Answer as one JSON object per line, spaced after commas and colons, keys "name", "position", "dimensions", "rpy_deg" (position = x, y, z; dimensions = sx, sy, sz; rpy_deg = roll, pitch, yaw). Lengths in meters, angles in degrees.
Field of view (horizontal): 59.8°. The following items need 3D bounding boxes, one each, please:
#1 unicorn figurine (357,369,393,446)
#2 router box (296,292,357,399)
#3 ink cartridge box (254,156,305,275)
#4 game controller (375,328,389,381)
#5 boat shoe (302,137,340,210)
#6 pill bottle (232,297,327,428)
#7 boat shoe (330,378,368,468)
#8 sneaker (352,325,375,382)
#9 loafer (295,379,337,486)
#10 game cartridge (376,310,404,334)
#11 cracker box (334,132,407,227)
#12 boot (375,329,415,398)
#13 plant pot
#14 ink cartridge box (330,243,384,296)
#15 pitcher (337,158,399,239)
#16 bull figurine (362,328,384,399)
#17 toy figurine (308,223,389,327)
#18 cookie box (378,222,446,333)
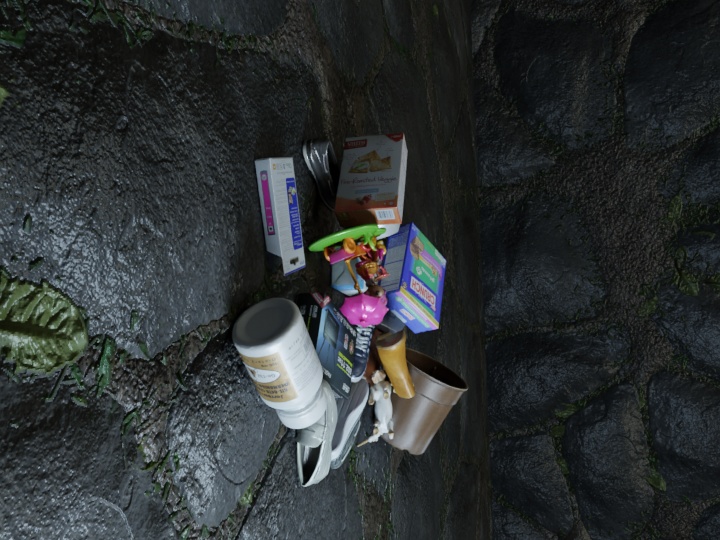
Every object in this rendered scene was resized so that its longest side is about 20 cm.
{"name": "unicorn figurine", "position": [0.044, 0.319, 1.388], "dimensions": [0.137, 0.072, 0.205], "rpy_deg": [-17, 119, -87]}
{"name": "router box", "position": [-0.071, 0.153, 1.232], "dimensions": [0.200, 0.061, 0.153], "rpy_deg": [53, 40, -57]}
{"name": "ink cartridge box", "position": [-0.140, -0.098, 1.117], "dimensions": [0.095, 0.036, 0.205], "rpy_deg": [-28, 111, -69]}
{"name": "game controller", "position": [0.076, 0.213, 1.608], "dimensions": [0.104, 0.041, 0.205], "rpy_deg": [-30, 124, -45]}
{"name": "boat shoe", "position": [-0.061, -0.196, 1.315], "dimensions": [0.201, 0.056, 0.068], "rpy_deg": [61, 32, -50]}
{"name": "pill bottle", "position": [-0.123, 0.156, 1.016], "dimensions": [0.115, 0.112, 0.203], "rpy_deg": [-68, 149, -48]}
{"name": "boat shoe", "position": [-0.036, 0.319, 1.319], "dimensions": [0.072, 0.070, 0.202], "rpy_deg": [79, 31, -42]}
{"name": "sneaker", "position": [0.004, 0.139, 1.366], "dimensions": [0.202, 0.069, 0.109], "rpy_deg": [-77, -167, -50]}
{"name": "loafer", "position": [-0.084, 0.298, 1.149], "dimensions": [0.069, 0.068, 0.205], "rpy_deg": [-23, 117, -61]}
{"name": "game cartridge", "position": [0.067, 0.058, 1.566], "dimensions": [0.131, 0.041, 0.204], "rpy_deg": [26, 54, -22]}
{"name": "cracker box", "position": [0.025, -0.190, 1.305], "dimensions": [0.058, 0.130, 0.204], "rpy_deg": [67, 25, -53]}
{"name": "boot", "position": [0.087, 0.210, 1.370], "dimensions": [0.201, 0.069, 0.147], "rpy_deg": [154, -87, -83]}
{"name": "plant pot", "position": [0.133, 0.325, 1.545], "dimensions": [0.202, 0.198, 0.200], "rpy_deg": [-63, 161, 8]}
{"name": "ink cartridge box", "position": [0.000, 0.000, 1.440], "dimensions": [0.200, 0.066, 0.118], "rpy_deg": [33, 56, -65]}
{"name": "pitcher", "position": [0.011, -0.170, 1.449], "dimensions": [0.171, 0.119, 0.205], "rpy_deg": [-29, 104, -53]}
{"name": "bull figurine", "position": [0.017, 0.224, 1.465], "dimensions": [0.201, 0.064, 0.124], "rpy_deg": [-53, 143, -52]}
{"name": "toy figurine", "position": [0.005, 0.018, 1.260], "dimensions": [0.198, 0.148, 0.188], "rpy_deg": [-10, 82, -54]}
{"name": "cookie box", "position": [0.128, 0.019, 1.514], "dimensions": [0.171, 0.074, 0.204], "rpy_deg": [43, 46, -36]}
